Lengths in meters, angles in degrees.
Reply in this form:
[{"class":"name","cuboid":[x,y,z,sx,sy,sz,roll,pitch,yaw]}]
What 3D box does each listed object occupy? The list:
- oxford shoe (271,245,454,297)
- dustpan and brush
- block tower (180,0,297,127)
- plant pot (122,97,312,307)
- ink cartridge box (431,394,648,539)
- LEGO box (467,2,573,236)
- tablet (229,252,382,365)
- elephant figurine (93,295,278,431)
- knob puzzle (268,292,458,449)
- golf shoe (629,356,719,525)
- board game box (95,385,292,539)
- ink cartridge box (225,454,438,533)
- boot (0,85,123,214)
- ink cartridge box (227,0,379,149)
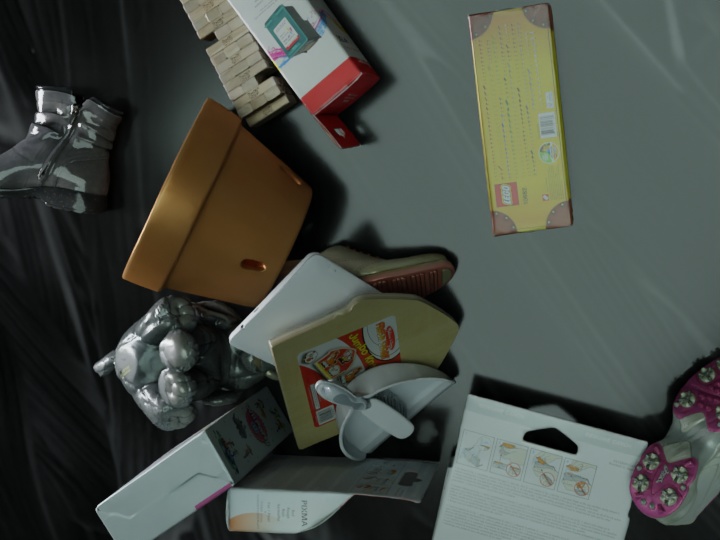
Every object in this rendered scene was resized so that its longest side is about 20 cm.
[{"class":"oxford shoe","cuboid":[0.000,0.000,1.070,0.196,0.071,0.075,-9,59,-3]},{"class":"dustpan and brush","cuboid":[0.009,0.136,1.029,0.139,0.058,0.199,-41,134,12]},{"class":"block tower","cuboid":[-0.139,-0.255,1.065,0.057,0.054,0.202,-28,93,13]},{"class":"plant pot","cuboid":[-0.139,-0.053,1.036,0.139,0.200,0.202,27,103,-11]},{"class":"ink cartridge box","cuboid":[0.189,0.234,1.081,0.197,0.044,0.177,14,100,9]},{"class":"LEGO box","cuboid":[0.157,-0.145,0.974,0.076,0.149,0.204,-6,97,12]},{"class":"tablet","cuboid":[-0.029,0.064,1.041,0.130,0.199,0.014,-44,46,13]},{"class":"elephant figurine","cuboid":[-0.153,0.094,1.095,0.155,0.198,0.143,47,122,27]},{"class":"knob puzzle","cuboid":[0.008,0.088,1.052,0.219,0.219,0.031,-44,46,13]},{"class":"golf shoe","cuboid":[0.355,0.173,1.032,0.201,0.075,0.091,-52,131,-1]},{"class":"board game box","cuboid":[-0.168,0.206,1.065,0.147,0.200,0.065,-34,89,14]},{"class":"ink cartridge box","cuboid":[-0.024,0.236,1.062,0.196,0.162,0.051,3,93,11]},{"class":"boot","cuboid":[-0.365,-0.144,1.127,0.196,0.070,0.134,9,98,-2]},{"class":"ink cartridge box","cuboid":[-0.047,-0.223,1.019,0.067,0.116,0.201,-37,91,13]}]
